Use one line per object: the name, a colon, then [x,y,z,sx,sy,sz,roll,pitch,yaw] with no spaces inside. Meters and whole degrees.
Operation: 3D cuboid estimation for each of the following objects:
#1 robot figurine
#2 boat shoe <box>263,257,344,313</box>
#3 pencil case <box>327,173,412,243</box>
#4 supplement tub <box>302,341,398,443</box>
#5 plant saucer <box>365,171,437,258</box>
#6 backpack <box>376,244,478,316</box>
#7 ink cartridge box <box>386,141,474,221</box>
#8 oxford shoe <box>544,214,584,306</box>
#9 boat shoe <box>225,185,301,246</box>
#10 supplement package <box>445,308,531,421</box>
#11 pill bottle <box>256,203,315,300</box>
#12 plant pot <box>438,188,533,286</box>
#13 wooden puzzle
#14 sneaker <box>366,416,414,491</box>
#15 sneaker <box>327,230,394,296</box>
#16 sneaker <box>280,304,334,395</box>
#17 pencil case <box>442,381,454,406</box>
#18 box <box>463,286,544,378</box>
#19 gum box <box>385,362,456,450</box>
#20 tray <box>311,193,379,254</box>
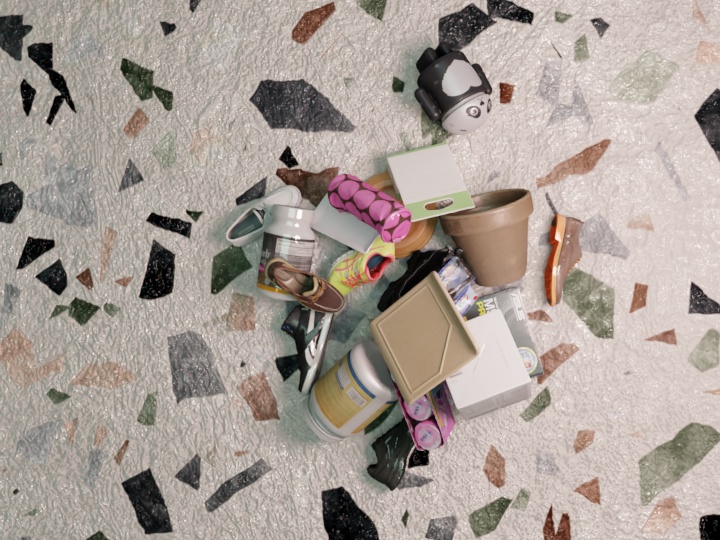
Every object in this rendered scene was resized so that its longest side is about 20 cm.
robot figurine: [0.203,-0.396,1.493,0.150,0.125,0.201,-31,85,17]
boat shoe: [-0.110,0.039,1.449,0.199,0.072,0.072,34,85,-27]
pencil case: [0.019,-0.127,1.430,0.200,0.090,0.094,38,130,40]
supplement tub: [-0.017,0.264,1.467,0.145,0.145,0.200,48,114,5]
plant saucer: [0.074,-0.127,1.543,0.198,0.037,0.202,0,88,5]
backpack: [0.137,0.053,1.446,0.190,0.200,0.154,-40,99,-15]
ink cartridge box: [0.148,-0.182,1.475,0.144,0.048,0.201,-13,56,-4]
oxford shoe: [0.447,-0.019,1.489,0.072,0.071,0.202,9,89,1]
boat shoe: [-0.220,-0.123,1.557,0.200,0.065,0.074,-41,85,3]
supplement package: [0.245,0.197,1.374,0.150,0.200,0.153,-22,67,6]
pill bottle: [-0.162,-0.041,1.515,0.115,0.116,0.202,10,96,6]
plant pot: [0.281,-0.064,1.459,0.199,0.200,0.176,-14,104,5]
wooden puzzle: [0.120,0.130,1.311,0.200,0.037,0.186,-43,59,28]
sneaker: [0.076,0.381,1.514,0.090,0.076,0.201,22,88,13]
sneaker: [0.000,0.000,1.495,0.078,0.091,0.200,29,118,-34]
sneaker: [-0.135,0.170,1.542,0.111,0.073,0.202,15,80,9]
pencil case: [0.139,0.222,1.506,0.201,0.083,0.086,53,132,4]
box: [0.299,0.152,1.510,0.159,0.044,0.202,-16,87,6]
gum box: [0.129,0.261,1.413,0.066,0.113,0.201,-19,93,22]
tray: [-0.025,-0.108,1.512,0.199,0.022,0.108,28,77,39]
